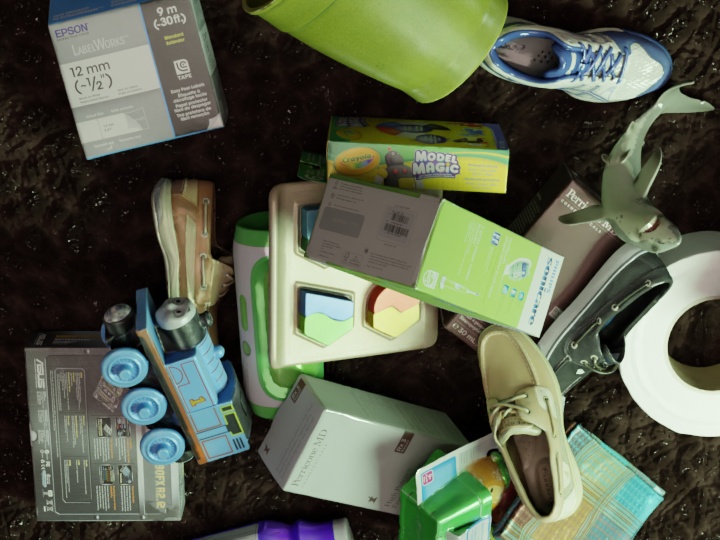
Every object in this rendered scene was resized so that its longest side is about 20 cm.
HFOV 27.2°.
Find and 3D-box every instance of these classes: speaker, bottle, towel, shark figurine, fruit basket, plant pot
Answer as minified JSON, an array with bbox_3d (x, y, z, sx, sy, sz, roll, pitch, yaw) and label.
[{"bbox_3d":[-0.083,0.045,1.513,0.087,0.089,0.202,-3,108,1],"label":"speaker"},{"bbox_3d":[-0.105,0.315,1.611,0.198,0.065,0.084,-15,107,5],"label":"bottle"},{"bbox_3d":[0.230,0.252,1.539,0.147,0.022,0.200,-55,133,-3],"label":"towel"},{"bbox_3d":[0.273,-0.083,1.438,0.127,0.216,0.090,-13,135,36],"label":"shark figurine"},{"bbox_3d":[0.135,0.241,1.524,0.199,0.094,0.187,-18,129,-27],"label":"fruit basket"},{"bbox_3d":[0.028,-0.261,1.368,0.192,0.201,0.201,35,106,-23],"label":"plant pot"}]

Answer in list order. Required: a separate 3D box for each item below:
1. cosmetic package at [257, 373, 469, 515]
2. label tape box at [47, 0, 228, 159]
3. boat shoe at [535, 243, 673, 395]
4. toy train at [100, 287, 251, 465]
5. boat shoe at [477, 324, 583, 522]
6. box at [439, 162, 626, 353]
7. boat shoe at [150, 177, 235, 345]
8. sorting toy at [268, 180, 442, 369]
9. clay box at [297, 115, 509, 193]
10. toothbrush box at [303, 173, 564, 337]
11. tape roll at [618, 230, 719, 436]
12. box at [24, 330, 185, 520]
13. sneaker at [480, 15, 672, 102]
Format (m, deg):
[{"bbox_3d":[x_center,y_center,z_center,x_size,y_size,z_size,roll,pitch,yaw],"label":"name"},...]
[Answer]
[{"bbox_3d":[0.007,0.184,1.523,0.199,0.074,0.102,16,110,-35],"label":"cosmetic package"},{"bbox_3d":[-0.221,-0.223,1.436,0.142,0.066,0.202,-12,109,4],"label":"label tape box"},{"bbox_3d":[0.238,0.065,1.465,0.070,0.066,0.201,14,120,-46],"label":"boat shoe"},{"bbox_3d":[-0.183,0.106,1.470,0.113,0.087,0.201,-17,124,2],"label":"toy train"},{"bbox_3d":[0.158,0.146,1.442,0.072,0.065,0.202,-22,78,23],"label":"boat shoe"},{"bbox_3d":[0.181,0.003,1.503,0.100,0.075,0.200,37,103,-11],"label":"box"},{"bbox_3d":[-0.160,0.002,1.506,0.071,0.076,0.202,-9,110,1],"label":"boat shoe"},{"bbox_3d":[0.000,0.000,1.474,0.198,0.036,0.187,-8,109,-28],"label":"sorting toy"},{"bbox_3d":[0.040,-0.115,1.443,0.198,0.115,0.048,4,108,-1],"label":"clay box"},{"bbox_3d":[0.070,-0.013,1.385,0.199,0.145,0.087,23,85,-46],"label":"toothbrush box"},{"bbox_3d":[0.357,0.064,1.523,0.200,0.071,0.204,0,108,1],"label":"tape roll"},{"bbox_3d":[-0.268,0.165,1.572,0.157,0.048,0.202,-1,108,-1],"label":"box"},{"bbox_3d":[0.205,-0.196,1.430,0.198,0.088,0.076,5,107,-3],"label":"sneaker"}]
